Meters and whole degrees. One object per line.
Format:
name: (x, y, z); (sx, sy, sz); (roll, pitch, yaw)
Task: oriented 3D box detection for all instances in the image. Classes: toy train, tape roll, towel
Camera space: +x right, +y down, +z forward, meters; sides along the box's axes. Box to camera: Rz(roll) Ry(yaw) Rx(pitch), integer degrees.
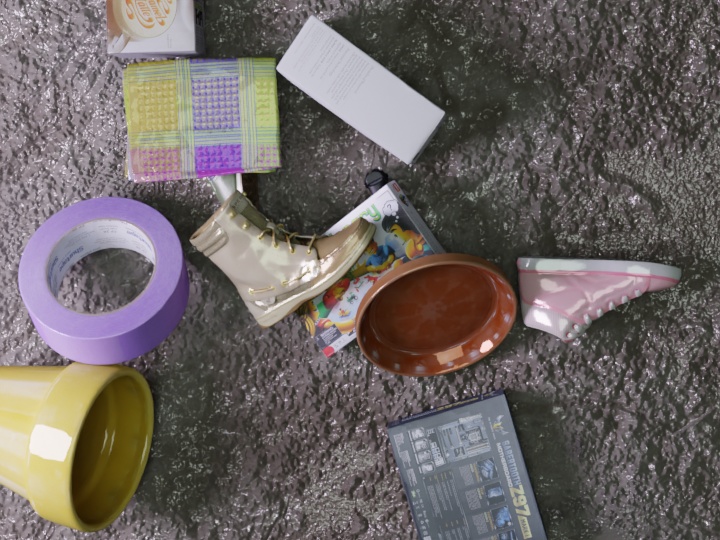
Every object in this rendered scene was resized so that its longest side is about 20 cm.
toy train: (0.058, -0.035, 1.620); (0.034, 0.046, 0.202); (-27, 92, 6)
tape roll: (-0.310, 0.011, 1.590); (0.197, 0.066, 0.202); (0, 58, 1)
towel: (-0.194, -0.184, 1.579); (0.197, 0.023, 0.146); (-4, 90, 8)

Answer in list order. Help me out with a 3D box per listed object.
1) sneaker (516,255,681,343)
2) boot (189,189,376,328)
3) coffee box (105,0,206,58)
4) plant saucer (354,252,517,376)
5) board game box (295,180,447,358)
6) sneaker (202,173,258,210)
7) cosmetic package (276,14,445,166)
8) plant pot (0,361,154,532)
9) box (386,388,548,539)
sneaker: (0.288, 0.037, 1.593); (0.197, 0.075, 0.106); (1, 90, 12)
boot: (-0.094, -0.040, 1.557); (0.199, 0.073, 0.156); (-35, 103, 29)
coffee box: (-0.250, -0.365, 1.601); (0.113, 0.080, 0.203); (0, 95, 4)
plant saucer: (0.090, 0.052, 1.577); (0.197, 0.033, 0.202); (-7, 135, -7)
board game box: (0.000, 0.000, 1.604); (0.199, 0.035, 0.127); (-37, 88, 22)
sneaker: (-0.182, -0.146, 1.625); (0.089, 0.067, 0.203); (-5, 94, 13)
cosmetic package: (0.004, -0.214, 1.579); (0.199, 0.113, 0.082); (34, 96, 0)
plant pot: (-0.382, 0.200, 1.610); (0.187, 0.200, 0.204); (11, 95, 20)
box: (0.134, 0.267, 1.635); (0.156, 0.051, 0.203); (-17, 92, 6)
